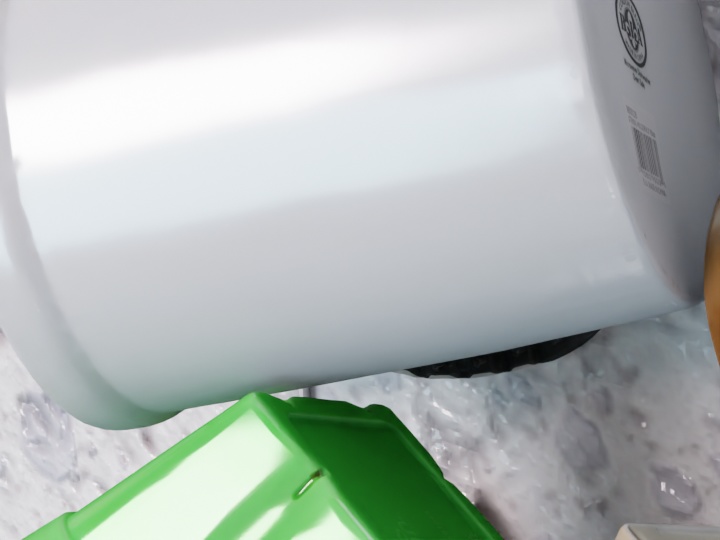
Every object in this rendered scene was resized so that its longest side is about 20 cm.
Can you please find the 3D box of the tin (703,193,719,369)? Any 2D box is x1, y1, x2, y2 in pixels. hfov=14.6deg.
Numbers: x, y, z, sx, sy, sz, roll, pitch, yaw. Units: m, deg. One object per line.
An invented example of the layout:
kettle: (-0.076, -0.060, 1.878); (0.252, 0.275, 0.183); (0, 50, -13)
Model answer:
tin: (0.164, 0.048, 0.845); (0.042, 0.112, 0.201); (-8, 100, 56)

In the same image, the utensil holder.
utensil holder: (-0.003, -0.050, 0.878); (0.199, 0.170, 0.171); (-12, 104, 20)

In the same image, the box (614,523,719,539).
box: (0.101, 0.189, 0.937); (0.078, 0.094, 0.201); (47, 121, 46)

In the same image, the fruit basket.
fruit basket: (-0.021, 0.166, 0.892); (0.214, 0.155, 0.217); (-3, 84, 29)

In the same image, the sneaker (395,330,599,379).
sneaker: (0.000, 0.000, 1.018); (0.199, 0.090, 0.067); (-4, 102, 18)
